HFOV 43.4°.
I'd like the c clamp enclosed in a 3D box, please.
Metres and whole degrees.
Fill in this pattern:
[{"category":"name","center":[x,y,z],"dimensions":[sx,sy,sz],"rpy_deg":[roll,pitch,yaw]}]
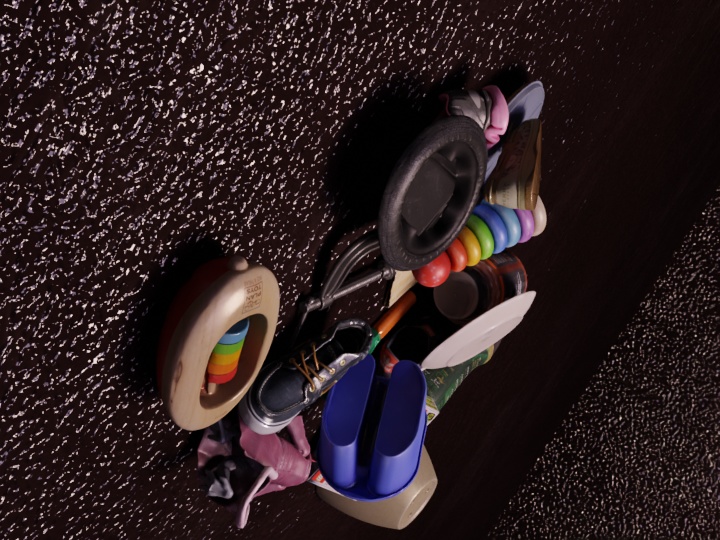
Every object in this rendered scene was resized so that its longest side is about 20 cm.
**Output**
[{"category":"c clamp","center":[0.000,0.000,1.113],"dimensions":[0.198,0.027,0.172],"rpy_deg":[-27,154,-41]}]

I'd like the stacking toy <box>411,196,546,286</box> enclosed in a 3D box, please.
[{"category":"stacking toy","center":[0.152,-0.042,1.211],"dimensions":[0.198,0.086,0.086],"rpy_deg":[-32,150,-20]}]

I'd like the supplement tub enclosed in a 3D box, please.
[{"category":"supplement tub","center":[0.177,0.025,1.363],"dimensions":[0.108,0.106,0.199],"rpy_deg":[-61,160,18]}]

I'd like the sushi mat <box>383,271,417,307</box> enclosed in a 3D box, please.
[{"category":"sushi mat","center":[0.106,-0.029,1.293],"dimensions":[0.199,0.012,0.097],"rpy_deg":[-36,149,-35]}]

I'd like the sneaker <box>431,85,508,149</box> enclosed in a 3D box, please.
[{"category":"sneaker","center":[0.101,-0.137,1.094],"dimensions":[0.093,0.080,0.202],"rpy_deg":[-2,134,-26]}]

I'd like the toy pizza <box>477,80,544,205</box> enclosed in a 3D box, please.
[{"category":"toy pizza","center":[0.179,-0.168,1.212],"dimensions":[0.201,0.031,0.201],"rpy_deg":[-49,163,-20]}]

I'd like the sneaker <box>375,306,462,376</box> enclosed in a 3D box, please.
[{"category":"sneaker","center":[0.102,0.100,1.369],"dimensions":[0.199,0.075,0.085],"rpy_deg":[-38,162,-32]}]

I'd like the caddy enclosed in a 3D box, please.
[{"category":"caddy","center":[0.017,0.207,1.201],"dimensions":[0.202,0.138,0.106],"rpy_deg":[-72,170,-45]}]

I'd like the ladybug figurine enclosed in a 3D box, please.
[{"category":"ladybug figurine","center":[-0.144,0.064,0.880],"dimensions":[0.135,0.072,0.203],"rpy_deg":[-21,140,-50]}]

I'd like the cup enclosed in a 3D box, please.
[{"category":"cup","center":[0.044,0.339,1.497],"dimensions":[0.200,0.142,0.202],"rpy_deg":[-41,152,-27]}]

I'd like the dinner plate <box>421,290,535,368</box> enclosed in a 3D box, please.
[{"category":"dinner plate","center":[0.177,0.094,1.319],"dimensions":[0.198,0.025,0.201],"rpy_deg":[-30,163,-10]}]

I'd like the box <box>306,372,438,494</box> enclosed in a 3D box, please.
[{"category":"box","center":[0.014,0.252,1.355],"dimensions":[0.109,0.035,0.201],"rpy_deg":[29,110,-35]}]

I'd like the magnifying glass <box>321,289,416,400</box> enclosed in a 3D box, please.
[{"category":"magnifying glass","center":[0.008,0.103,1.278],"dimensions":[0.200,0.022,0.080],"rpy_deg":[-44,154,-19]}]

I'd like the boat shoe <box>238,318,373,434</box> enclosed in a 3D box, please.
[{"category":"boat shoe","center":[-0.062,0.115,1.070],"dimensions":[0.091,0.071,0.200],"rpy_deg":[-40,177,34]}]

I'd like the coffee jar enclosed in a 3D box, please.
[{"category":"coffee jar","center":[0.138,0.140,1.458],"dimensions":[0.199,0.104,0.086],"rpy_deg":[-40,155,-28]}]

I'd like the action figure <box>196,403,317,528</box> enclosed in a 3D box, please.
[{"category":"action figure","center":[-0.103,0.220,1.086],"dimensions":[0.199,0.148,0.136],"rpy_deg":[27,94,-52]}]

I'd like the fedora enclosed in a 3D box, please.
[{"category":"fedora","center":[0.058,-0.100,1.014],"dimensions":[0.200,0.091,0.203],"rpy_deg":[-37,147,-29]}]

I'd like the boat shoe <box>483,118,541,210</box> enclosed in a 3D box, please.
[{"category":"boat shoe","center":[0.192,-0.137,1.121],"dimensions":[0.201,0.061,0.075],"rpy_deg":[-64,152,-61]}]
